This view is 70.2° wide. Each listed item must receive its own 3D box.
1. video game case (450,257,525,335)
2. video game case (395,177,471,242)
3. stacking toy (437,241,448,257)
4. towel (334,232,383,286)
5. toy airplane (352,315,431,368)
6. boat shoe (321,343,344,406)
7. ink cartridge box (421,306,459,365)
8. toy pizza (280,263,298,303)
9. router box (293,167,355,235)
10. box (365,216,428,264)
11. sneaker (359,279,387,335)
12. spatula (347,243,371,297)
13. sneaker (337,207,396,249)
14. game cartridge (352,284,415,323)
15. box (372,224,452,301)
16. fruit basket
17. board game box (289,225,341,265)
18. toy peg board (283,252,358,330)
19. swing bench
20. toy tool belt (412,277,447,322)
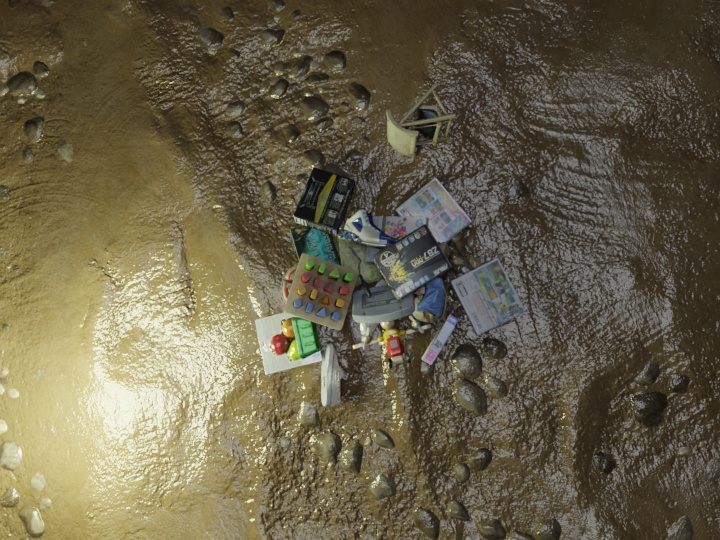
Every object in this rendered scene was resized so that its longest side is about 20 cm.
[{"bbox_3d":[0.424,0.087,1.710,0.180,0.022,0.202,-26,81,0],"label":"video game case"},{"bbox_3d":[0.250,-0.186,1.755,0.181,0.024,0.201,-38,81,-2],"label":"video game case"},{"bbox_3d":[0.190,-0.062,1.709,0.197,0.085,0.087,8,83,23],"label":"stacking toy"},{"bbox_3d":[-0.002,-0.048,1.747,0.146,0.037,0.203,-13,80,1],"label":"towel"},{"bbox_3d":[0.100,0.206,1.631,0.199,0.198,0.143,-29,108,-41],"label":"toy airplane"},{"bbox_3d":[-0.088,0.344,1.694,0.069,0.071,0.203,5,78,-23],"label":"boat shoe"},{"bbox_3d":[0.265,0.210,1.654,0.042,0.119,0.202,30,85,8],"label":"ink cartridge box"},{"bbox_3d":[-0.168,0.052,1.713,0.197,0.032,0.203,1,62,-2],"label":"toy pizza"},{"bbox_3d":[-0.121,-0.237,1.751,0.155,0.052,0.202,18,71,6],"label":"router box"},{"bbox_3d":[0.119,-0.097,1.681,0.197,0.041,0.158,3,81,22],"label":"box"},{"bbox_3d":[0.062,0.131,1.690,0.080,0.070,0.202,21,85,37],"label":"sneaker"},{"bbox_3d":[0.000,0.000,1.668,0.020,0.057,0.202,-24,63,11],"label":"spatula"},{"bbox_3d":[0.024,-0.140,1.663,0.197,0.080,0.117,14,87,29],"label":"sneaker"},{"bbox_3d":[0.073,0.104,1.618,0.197,0.134,0.041,-10,126,10],"label":"game cartridge"},{"bbox_3d":[0.159,-0.025,1.590,0.198,0.049,0.162,-29,82,-6],"label":"box"},{"bbox_3d":[-0.240,0.232,1.708,0.197,0.094,0.188,-16,81,10],"label":"fruit basket"},{"bbox_3d":[-0.150,-0.065,1.730,0.133,0.028,0.202,-15,71,-12],"label":"board game box"},{"bbox_3d":[-0.121,0.064,1.629,0.197,0.098,0.202,18,81,-6],"label":"toy peg board"},{"bbox_3d":[0.193,-0.482,1.708,0.198,0.199,0.131,-29,82,0],"label":"swing bench"},{"bbox_3d":[0.228,0.070,1.671,0.123,0.123,0.203,5,83,-3],"label":"toy tool belt"}]
